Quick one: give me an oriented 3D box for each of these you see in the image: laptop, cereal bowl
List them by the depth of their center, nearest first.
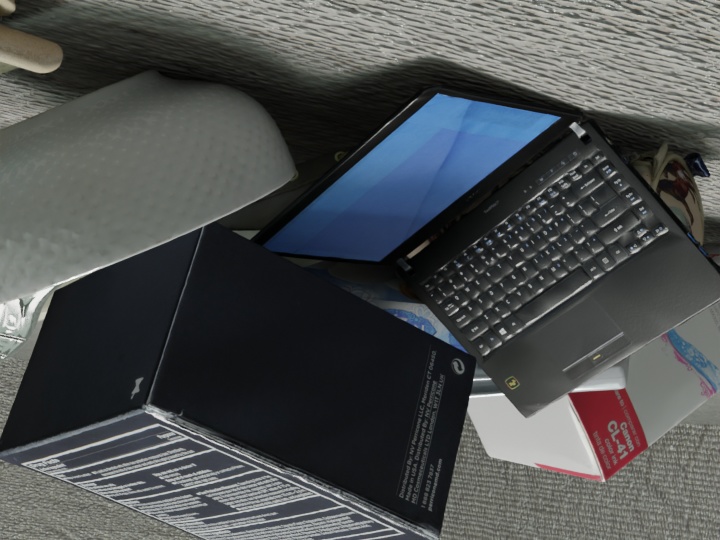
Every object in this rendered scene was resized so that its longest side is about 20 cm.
[{"bbox_3d":[-0.140,-0.054,0.861,0.200,0.083,0.200,-22,-172,3],"label":"cereal bowl"},{"bbox_3d":[0.071,-0.002,0.897,0.177,0.200,0.103,-38,-175,41],"label":"laptop"}]

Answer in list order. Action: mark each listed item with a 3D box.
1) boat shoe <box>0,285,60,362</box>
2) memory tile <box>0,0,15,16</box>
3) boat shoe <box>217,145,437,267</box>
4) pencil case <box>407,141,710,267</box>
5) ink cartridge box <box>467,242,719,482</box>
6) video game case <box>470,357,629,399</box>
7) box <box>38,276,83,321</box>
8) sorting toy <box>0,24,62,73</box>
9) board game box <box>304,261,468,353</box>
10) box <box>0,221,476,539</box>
[{"bbox_3d":[-0.254,0.002,1.107,0.074,0.065,0.202,24,126,-31],"label":"boat shoe"},{"bbox_3d":[-0.269,-0.136,0.744,0.200,0.017,0.153,-3,168,44],"label":"memory tile"},{"bbox_3d":[-0.055,-0.034,0.977,0.201,0.060,0.072,-11,157,8],"label":"boat shoe"},{"bbox_3d":[0.113,-0.034,0.979,0.200,0.090,0.078,0,-158,36],"label":"pencil case"},{"bbox_3d":[0.190,0.062,1.171,0.200,0.086,0.148,-31,-165,-25],"label":"ink cartridge box"},{"bbox_3d":[0.099,0.038,1.108,0.182,0.022,0.200,-5,-160,14],"label":"video game case"},{"bbox_3d":[-0.219,-0.009,1.160,0.200,0.082,0.068,-14,180,30],"label":"box"},{"bbox_3d":[-0.272,-0.107,0.761,0.200,0.037,0.185,-2,169,45],"label":"sorting toy"},{"bbox_3d":[0.000,0.000,1.101,0.199,0.043,0.200,4,-160,2],"label":"board game box"},{"bbox_3d":[-0.074,0.080,0.937,0.198,0.123,0.200,27,153,-28],"label":"box"}]
